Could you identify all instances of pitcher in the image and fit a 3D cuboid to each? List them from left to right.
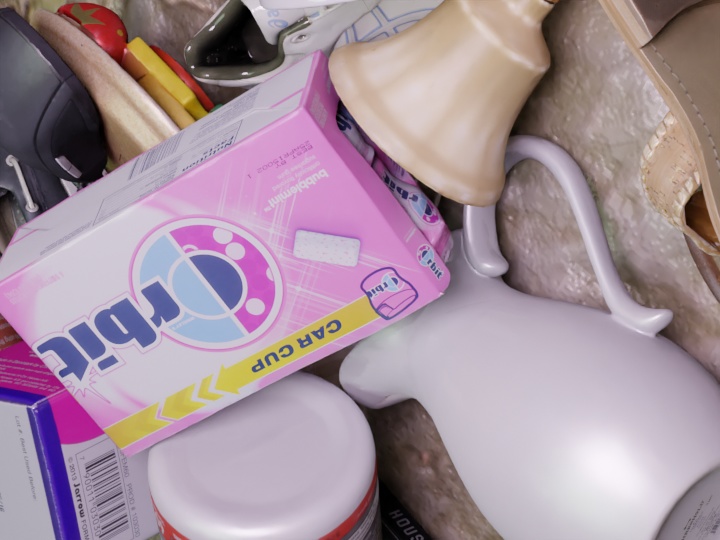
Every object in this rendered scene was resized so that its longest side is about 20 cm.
[{"bbox_3d":[0.099,0.045,0.822,0.200,0.121,0.172,39,116,38],"label":"pitcher"}]

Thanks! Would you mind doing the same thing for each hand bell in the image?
[{"bbox_3d":[0.086,-0.134,0.770,0.104,0.104,0.200,49,115,15],"label":"hand bell"}]

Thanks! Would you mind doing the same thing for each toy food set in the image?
[{"bbox_3d":[-0.104,-0.066,0.936,0.198,0.049,0.200,45,168,12],"label":"toy food set"}]

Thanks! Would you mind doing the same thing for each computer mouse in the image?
[{"bbox_3d":[-0.152,-0.053,0.912,0.140,0.046,0.200,48,169,4],"label":"computer mouse"}]

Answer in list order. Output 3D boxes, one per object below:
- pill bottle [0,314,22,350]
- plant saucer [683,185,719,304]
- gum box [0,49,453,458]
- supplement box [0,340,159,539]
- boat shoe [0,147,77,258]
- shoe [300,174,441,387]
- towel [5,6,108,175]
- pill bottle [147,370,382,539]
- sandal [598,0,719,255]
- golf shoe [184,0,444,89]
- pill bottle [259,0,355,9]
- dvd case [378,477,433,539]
[{"bbox_3d":[-0.272,0.082,1.172,0.112,0.112,0.200,-31,87,46],"label":"pill bottle"},{"bbox_3d":[0.210,-0.030,0.731,0.200,0.037,0.201,18,120,35],"label":"plant saucer"},{"bbox_3d":[-0.063,-0.007,0.828,0.200,0.066,0.114,-28,114,21],"label":"gum box"},{"bbox_3d":[-0.126,0.080,0.974,0.103,0.200,0.102,6,111,42],"label":"supplement box"},{"bbox_3d":[-0.210,-0.044,1.052,0.200,0.060,0.076,50,141,17],"label":"boat shoe"},{"bbox_3d":[0.000,0.000,0.912,0.053,0.070,0.200,39,131,27],"label":"shoe"},{"bbox_3d":[-0.199,-0.054,1.102,0.200,0.030,0.146,46,134,17],"label":"towel"},{"bbox_3d":[-0.044,0.157,0.922,0.116,0.116,0.200,29,143,30],"label":"pill bottle"},{"bbox_3d":[0.147,-0.051,0.719,0.212,0.077,0.070,64,156,8],"label":"sandal"},{"bbox_3d":[-0.006,-0.135,0.840,0.200,0.097,0.078,-32,84,44],"label":"golf shoe"},{"bbox_3d":[-0.020,-0.217,0.734,0.112,0.112,0.201,4,111,42],"label":"pill bottle"},{"bbox_3d":[0.020,0.240,1.014,0.150,0.025,0.200,46,136,34],"label":"dvd case"}]
